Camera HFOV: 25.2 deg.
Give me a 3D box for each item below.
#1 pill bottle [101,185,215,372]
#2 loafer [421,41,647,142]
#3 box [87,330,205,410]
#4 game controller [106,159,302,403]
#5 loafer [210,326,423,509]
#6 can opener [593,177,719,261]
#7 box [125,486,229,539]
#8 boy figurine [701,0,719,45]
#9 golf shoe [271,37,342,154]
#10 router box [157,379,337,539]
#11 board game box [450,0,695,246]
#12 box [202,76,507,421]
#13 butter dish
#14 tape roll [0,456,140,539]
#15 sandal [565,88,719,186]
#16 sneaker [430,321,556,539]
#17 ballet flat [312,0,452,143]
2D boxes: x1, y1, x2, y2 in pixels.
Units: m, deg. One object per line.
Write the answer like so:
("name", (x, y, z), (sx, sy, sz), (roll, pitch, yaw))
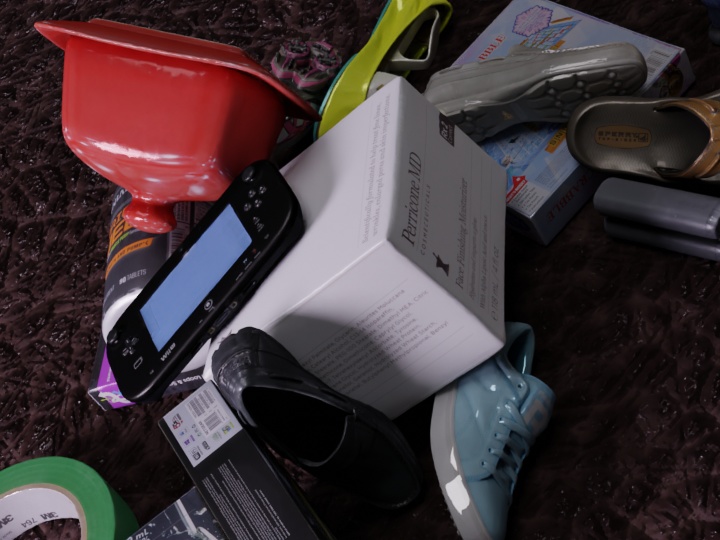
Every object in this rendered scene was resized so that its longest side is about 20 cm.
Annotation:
("pill bottle", (-0.161, -0.020, 1.366), (0.105, 0.107, 0.202), (-19, 44, 15))
("loafer", (0.138, -0.157, 1.320), (0.198, 0.070, 0.071), (-10, 56, 25))
("box", (-0.135, 0.037, 1.402), (0.198, 0.036, 0.144), (-15, 46, 22))
("game controller", (-0.119, 0.009, 1.209), (0.200, 0.042, 0.104), (-50, 26, 9))
("loafer", (-0.027, 0.117, 1.138), (0.068, 0.200, 0.071), (-42, 32, 12))
("can opener", (0.254, -0.019, 1.196), (0.199, 0.054, 0.067), (15, 60, 41))
("box", (-0.127, 0.295, 1.096), (0.199, 0.124, 0.197), (-37, 40, -4))
("boy figurine", (0.283, -0.266, 1.296), (0.124, 0.201, 0.065), (22, 65, 46))
("golf shoe", (-0.083, -0.132, 1.447), (0.072, 0.093, 0.200), (29, 40, 20))
("router box", (-0.049, 0.189, 1.117), (0.052, 0.158, 0.200), (-37, 41, -4))
("board game box", (0.148, -0.136, 1.378), (0.200, 0.041, 0.199), (-46, 44, -12))
("box", (0.000, 0.000, 1.222), (0.199, 0.130, 0.200), (-36, 30, 31))
("butter dish", (-0.152, -0.103, 1.276), (0.197, 0.200, 0.150), (14, 88, 13))
("tape roll", (-0.269, 0.246, 1.283), (0.198, 0.048, 0.202), (-17, 45, 17))
("sandal", (0.253, -0.106, 1.237), (0.197, 0.055, 0.083), (4, 95, 17))
("sneaker", (0.099, 0.110, 1.158), (0.081, 0.074, 0.202), (-20, 44, 21))
("ballet flat", (0.027, -0.185, 1.487), (0.066, 0.067, 0.201), (16, 60, 25))
